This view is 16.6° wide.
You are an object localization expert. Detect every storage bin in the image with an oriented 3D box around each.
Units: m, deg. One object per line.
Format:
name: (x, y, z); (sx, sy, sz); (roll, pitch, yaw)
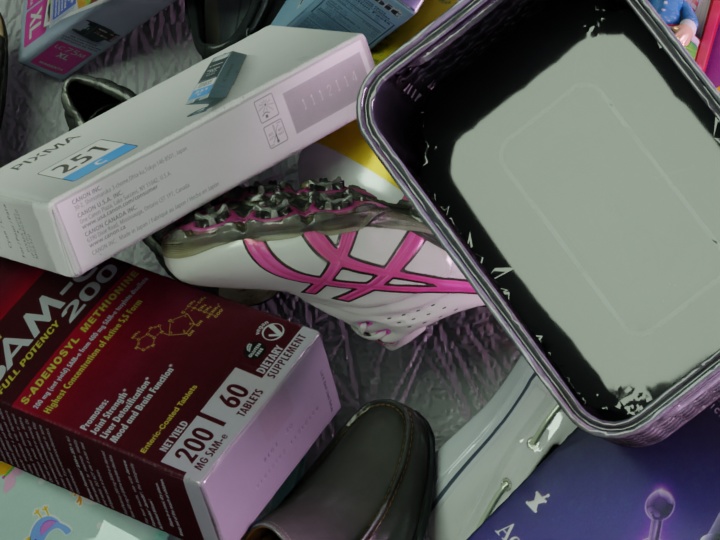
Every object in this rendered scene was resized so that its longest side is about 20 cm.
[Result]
storage bin: (0.108, -0.034, 1.110); (0.135, 0.094, 0.200); (-38, 76, 7)

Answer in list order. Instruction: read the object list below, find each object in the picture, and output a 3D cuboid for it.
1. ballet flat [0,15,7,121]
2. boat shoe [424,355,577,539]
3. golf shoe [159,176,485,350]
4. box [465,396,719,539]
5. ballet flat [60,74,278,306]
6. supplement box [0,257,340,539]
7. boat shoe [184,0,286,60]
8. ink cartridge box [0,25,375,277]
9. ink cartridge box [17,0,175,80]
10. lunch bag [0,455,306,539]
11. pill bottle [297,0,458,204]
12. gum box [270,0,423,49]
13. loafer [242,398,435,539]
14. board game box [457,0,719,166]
ballet flat: (-0.252, -0.071, 1.488); (0.066, 0.056, 0.201); (147, 137, -66)
boat shoe: (0.106, 0.077, 1.252); (0.200, 0.073, 0.067); (-51, 57, 13)
golf shoe: (0.000, 0.000, 1.232); (0.199, 0.073, 0.093); (-3, 106, -5)
box: (0.149, 0.149, 1.170); (0.200, 0.104, 0.148); (-47, 55, 1)
ballet flat: (-0.113, -0.044, 1.422); (0.067, 0.057, 0.200); (-49, 55, 0)
supplement box: (-0.123, 0.056, 1.245); (0.199, 0.061, 0.109); (18, 53, 30)
boat shoe: (-0.072, -0.198, 1.467); (0.074, 0.066, 0.201); (-2, 66, 26)
ink cartridge box: (-0.114, -0.067, 1.281); (0.199, 0.045, 0.176); (-31, 22, -28)
ink cartridge box: (-0.135, -0.205, 1.470); (0.200, 0.042, 0.120); (-25, 55, 46)
lunch bag: (-0.130, 0.113, 1.318); (0.170, 0.122, 0.201); (17, 74, 33)
pill bottle: (0.038, -0.069, 1.323); (0.112, 0.112, 0.201); (29, 83, 34)
gum box: (0.023, -0.193, 1.341); (0.044, 0.200, 0.170); (35, 73, -10)
loafer: (-0.025, 0.144, 1.214); (0.072, 0.072, 0.201); (7, 60, 38)
board game box: (0.145, -0.129, 1.224); (0.157, 0.039, 0.200); (-19, 48, -24)
